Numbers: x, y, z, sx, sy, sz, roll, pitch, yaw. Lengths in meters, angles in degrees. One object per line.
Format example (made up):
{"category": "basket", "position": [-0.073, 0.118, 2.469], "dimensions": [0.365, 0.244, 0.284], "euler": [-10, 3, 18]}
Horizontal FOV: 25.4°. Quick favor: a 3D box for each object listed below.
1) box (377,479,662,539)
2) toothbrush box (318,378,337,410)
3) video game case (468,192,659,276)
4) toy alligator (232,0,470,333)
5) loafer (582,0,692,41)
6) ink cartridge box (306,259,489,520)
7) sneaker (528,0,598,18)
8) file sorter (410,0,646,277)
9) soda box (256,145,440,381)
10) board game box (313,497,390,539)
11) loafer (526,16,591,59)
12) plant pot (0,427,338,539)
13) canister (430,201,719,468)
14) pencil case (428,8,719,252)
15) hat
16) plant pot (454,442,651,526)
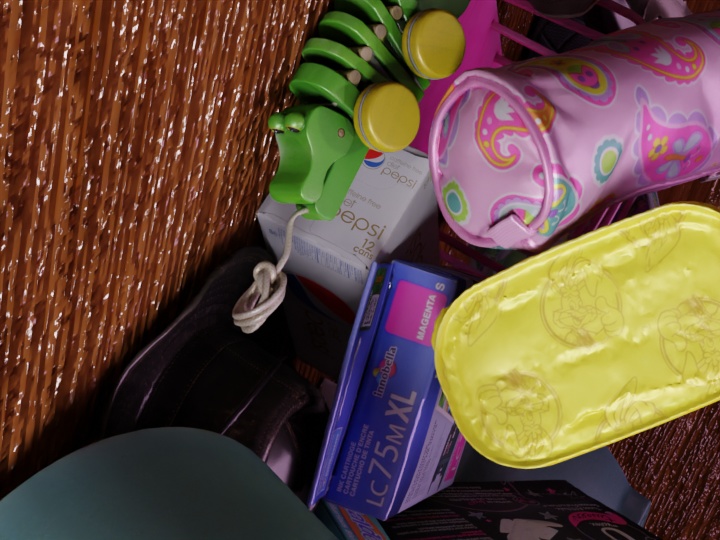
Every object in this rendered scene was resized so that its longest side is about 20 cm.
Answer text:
{"category": "box", "position": [0.063, 0.198, 0.878], "dimensions": [0.198, 0.114, 0.134], "euler": [5, 104, -37]}
{"category": "toothbrush box", "position": [-0.006, 0.170, 1.066], "dimensions": [0.147, 0.085, 0.200], "euler": [-62, 164, -9]}
{"category": "video game case", "position": [0.130, -0.016, 1.028], "dimensions": [0.143, 0.018, 0.201], "euler": [-35, -145, 28]}
{"category": "toy alligator", "position": [-0.013, -0.069, 0.700], "dimensions": [0.054, 0.059, 0.201], "euler": [44, 68, -31]}
{"category": "loafer", "position": [0.151, -0.176, 0.904], "dimensions": [0.071, 0.073, 0.201], "euler": [-33, 128, -2]}
{"category": "ink cartridge box", "position": [0.029, 0.057, 0.805], "dimensions": [0.200, 0.042, 0.121], "euler": [8, 99, -74]}
{"category": "sneaker", "position": [0.097, -0.220, 0.766], "dimensions": [0.077, 0.078, 0.202], "euler": [-30, 128, -57]}
{"category": "file sorter", "position": [0.088, -0.068, 0.903], "dimensions": [0.140, 0.125, 0.200], "euler": [-60, 165, -11]}
{"category": "soda box", "position": [0.000, 0.000, 0.834], "dimensions": [0.068, 0.063, 0.200], "euler": [-58, 165, -19]}
{"category": "board game box", "position": [-0.052, 0.208, 0.777], "dimensions": [0.045, 0.152, 0.201], "euler": [29, 103, -35]}
{"category": "loafer", "position": [0.138, -0.101, 1.142], "dimensions": [0.063, 0.071, 0.202], "euler": [-49, 157, -56]}
{"category": "plant pot", "position": [-0.055, 0.186, 0.611], "dimensions": [0.199, 0.160, 0.202], "euler": [-22, 126, -34]}
{"category": "canister", "position": [0.126, 0.029, 0.769], "dimensions": [0.147, 0.087, 0.200], "euler": [-23, 174, 13]}
{"category": "pencil case", "position": [0.125, -0.069, 0.741], "dimensions": [0.199, 0.087, 0.088], "euler": [-18, 138, -37]}
{"category": "hat", "position": [-0.061, 0.095, 0.746], "dimensions": [0.202, 0.080, 0.201], "euler": [-58, 166, -24]}
{"category": "plant pot", "position": [0.112, 0.180, 1.063], "dimensions": [0.201, 0.133, 0.201], "euler": [-59, 164, -28]}
